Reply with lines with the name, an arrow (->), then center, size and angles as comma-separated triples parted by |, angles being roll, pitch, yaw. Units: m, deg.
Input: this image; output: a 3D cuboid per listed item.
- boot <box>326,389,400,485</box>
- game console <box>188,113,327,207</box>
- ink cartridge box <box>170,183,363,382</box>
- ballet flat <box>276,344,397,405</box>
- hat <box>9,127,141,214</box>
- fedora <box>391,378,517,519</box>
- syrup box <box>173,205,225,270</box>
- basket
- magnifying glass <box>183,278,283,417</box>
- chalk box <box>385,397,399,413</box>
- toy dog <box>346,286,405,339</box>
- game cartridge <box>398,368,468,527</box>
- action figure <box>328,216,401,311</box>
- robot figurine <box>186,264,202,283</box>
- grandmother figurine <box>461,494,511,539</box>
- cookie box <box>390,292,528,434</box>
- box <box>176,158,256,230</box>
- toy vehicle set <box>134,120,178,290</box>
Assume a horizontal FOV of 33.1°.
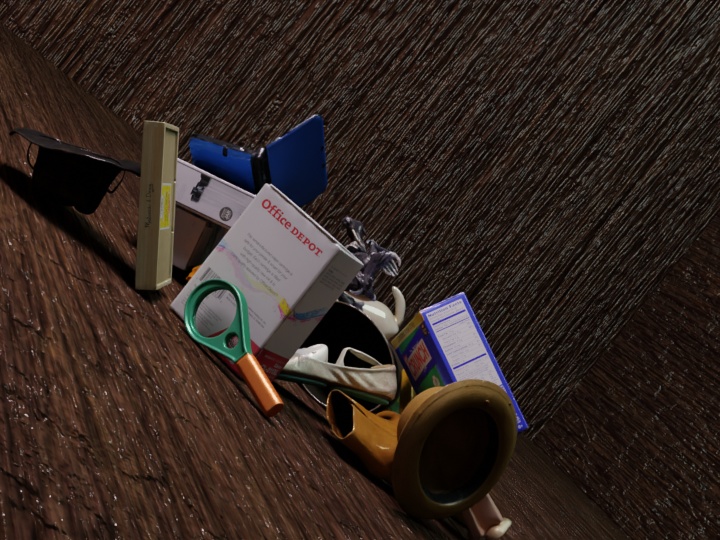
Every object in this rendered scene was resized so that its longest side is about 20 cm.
boot -> 0.009, 0.200, 1.584 | 0.144, 0.071, 0.201 | 46, 6, -23
game console -> -0.151, -0.160, 1.839 | 0.169, 0.119, 0.201 | 18, -30, 11
ink cartridge box -> -0.115, 0.019, 1.502 | 0.146, 0.201, 0.083 | 41, 3, 28
ballet flat -> -0.041, 0.129, 1.608 | 0.198, 0.063, 0.067 | 17, -13, -26
hat -> -0.356, -0.115, 1.513 | 0.198, 0.082, 0.201 | 17, 4, -1
fedora -> 0.102, 0.210, 1.496 | 0.200, 0.201, 0.082 | 38, 2, -39
syrup box -> -0.263, -0.053, 1.818 | 0.081, 0.079, 0.200 | 26, 2, 1
basket -> -0.004, 0.146, 1.803 | 0.181, 0.136, 0.200 | 49, 2, 19
magnifying glass -> -0.146, 0.089, 1.414 | 0.201, 0.079, 0.022 | 54, 7, 31
chalk box -> 0.116, 0.230, 1.931 | 0.199, 0.125, 0.124 | 39, -8, 16
toy dog -> -0.042, 0.067, 2.013 | 0.200, 0.194, 0.140 | 46, 14, -6
game cartridge -> 0.123, 0.255, 1.757 | 0.176, 0.032, 0.201 | 40, 34, -25
action figure -> 0.000, 0.000, 1.792 | 0.102, 0.118, 0.200 | 48, 9, -28
robot figurine -> -0.183, 0.008, 1.726 | 0.200, 0.143, 0.059 | -54, 130, -86
grandmother figurine -> 0.126, 0.261, 1.594 | 0.121, 0.060, 0.201 | -24, -80, 47
cookie box -> 0.131, 0.153, 1.661 | 0.202, 0.075, 0.171 | 65, -18, 11
box -> -0.208, -0.102, 1.743 | 0.198, 0.061, 0.117 | 25, 1, -2
toy vehicle set -> -0.251, -0.080, 1.499 | 0.026, 0.203, 0.124 | 3, 2, -1
